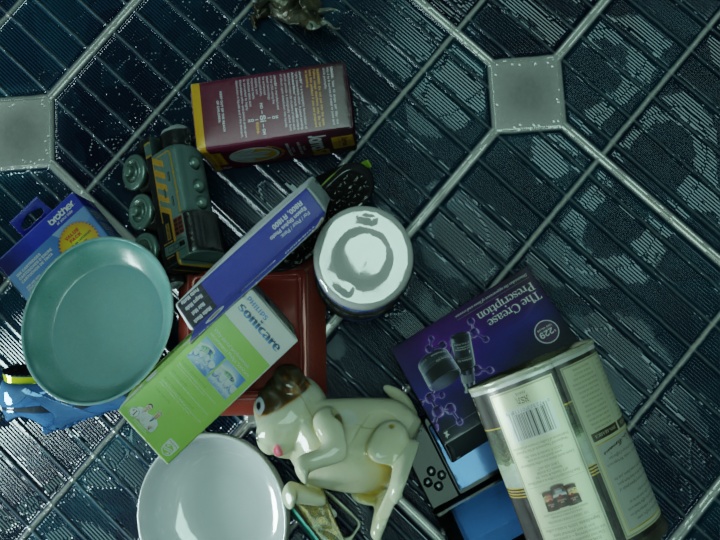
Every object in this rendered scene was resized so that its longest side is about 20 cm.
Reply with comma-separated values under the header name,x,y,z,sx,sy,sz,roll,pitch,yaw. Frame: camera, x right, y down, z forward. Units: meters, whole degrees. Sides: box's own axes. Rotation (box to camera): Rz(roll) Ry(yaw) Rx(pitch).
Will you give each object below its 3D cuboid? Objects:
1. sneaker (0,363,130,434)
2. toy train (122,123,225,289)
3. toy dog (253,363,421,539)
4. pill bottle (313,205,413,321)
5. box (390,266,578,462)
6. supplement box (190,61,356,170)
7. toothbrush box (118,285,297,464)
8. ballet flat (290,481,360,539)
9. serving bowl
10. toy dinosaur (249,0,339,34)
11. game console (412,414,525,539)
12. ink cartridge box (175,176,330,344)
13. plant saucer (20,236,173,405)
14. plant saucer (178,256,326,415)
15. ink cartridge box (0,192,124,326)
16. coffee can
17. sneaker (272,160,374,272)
name,x,y,z,sx,sy,sz,roll,pitch,yaw
sneaker,-0.360,0.167,1.125,0.195,0.066,0.081,3,98,2
toy train,-0.234,-0.082,1.114,0.112,0.084,0.205,-22,72,33
toy dog,-0.033,0.188,1.038,0.196,0.141,0.197,21,57,2
pill bottle,0.000,0.000,1.049,0.111,0.200,0.117,0,81,-2
box,0.156,0.113,1.069,0.197,0.079,0.143,-31,62,-2
supplement box,-0.106,-0.194,1.129,0.195,0.110,0.088,-8,83,2
toothbrush box,-0.174,0.110,1.032,0.200,0.146,0.086,-44,98,-3
ballet flat,-0.017,0.342,1.080,0.070,0.071,0.202,-34,82,-2
serving bowl,-0.171,0.298,1.083,0.195,0.066,0.206,-1,87,15
toy dinosaur,-0.108,-0.386,1.184,0.100,0.077,0.204,-19,77,-11
game console,0.165,0.228,1.056,0.197,0.116,0.179,-27,82,-1
ink cartridge box,-0.118,-0.020,0.990,0.199,0.200,0.041,-42,99,6
plant saucer,-0.307,0.062,1.053,0.195,0.036,0.205,-4,72,12
plant saucer,-0.142,0.082,1.133,0.194,0.037,0.205,-1,82,3
ink cartridge box,-0.365,-0.001,1.137,0.136,0.076,0.200,-42,81,-3
coffee can,0.214,0.193,0.924,0.143,0.146,0.204,-21,83,0
sneaker,-0.063,-0.071,1.132,0.198,0.083,0.072,-33,110,2
